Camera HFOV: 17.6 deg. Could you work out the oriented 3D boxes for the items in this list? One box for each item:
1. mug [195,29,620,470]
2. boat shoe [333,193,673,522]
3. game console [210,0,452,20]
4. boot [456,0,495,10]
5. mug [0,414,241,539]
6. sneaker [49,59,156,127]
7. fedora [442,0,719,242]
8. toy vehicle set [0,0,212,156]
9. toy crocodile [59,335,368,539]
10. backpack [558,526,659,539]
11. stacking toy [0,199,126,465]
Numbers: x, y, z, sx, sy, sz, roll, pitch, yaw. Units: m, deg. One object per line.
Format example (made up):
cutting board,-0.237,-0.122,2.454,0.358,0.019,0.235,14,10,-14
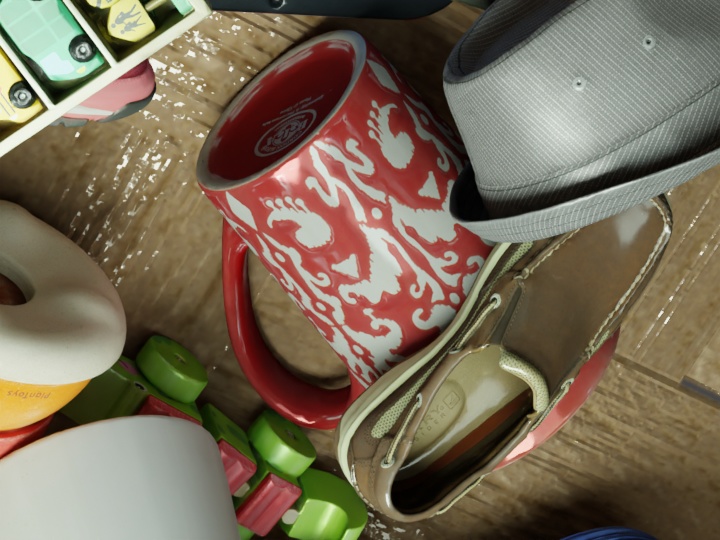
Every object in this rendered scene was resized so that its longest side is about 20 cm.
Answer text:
mug,0.005,0.003,1.155,0.177,0.134,0.200,-40,117,4
boat shoe,0.076,0.040,1.079,0.075,0.075,0.203,39,96,-22
game console,-0.029,-0.202,1.080,0.198,0.031,0.178,1,125,-18
boot,0.129,-0.189,1.104,0.138,0.077,0.201,16,111,-38
mug,-0.122,0.185,1.118,0.149,0.154,0.187,5,139,-44
sneaker,-0.167,-0.137,1.050,0.199,0.074,0.087,28,115,-24
fedora,0.117,-0.097,1.056,0.199,0.177,0.091,-27,107,6
toy vehicle set,-0.170,-0.159,0.998,0.124,0.027,0.201,-33,112,7
toy crocodile,-0.082,0.095,1.212,0.199,0.062,0.068,35,103,-28
backpack,0.128,0.241,1.301,0.182,0.147,0.201,-27,126,-3
stacking toy,-0.212,0.073,1.121,0.145,0.146,0.201,17,115,-24
